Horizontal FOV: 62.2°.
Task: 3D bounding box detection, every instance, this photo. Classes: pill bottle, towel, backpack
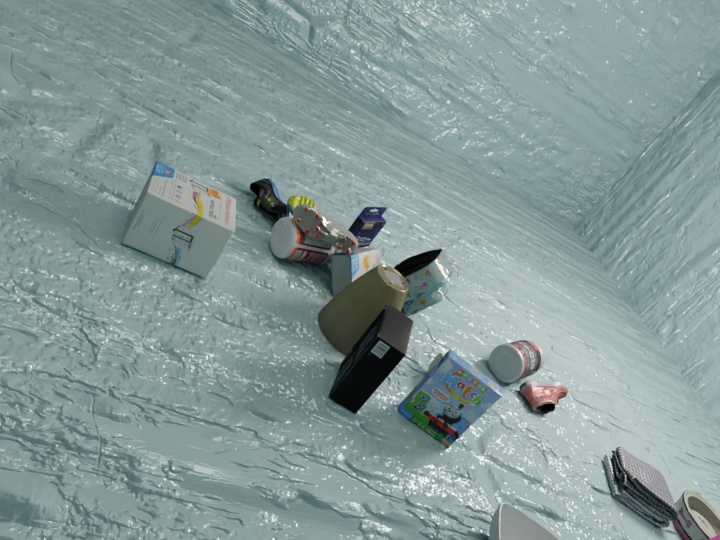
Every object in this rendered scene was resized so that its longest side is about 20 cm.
[{"bbox_3d":[-0.138,-0.075,1.627,0.199,0.110,0.110,10,38,-43],"label":"pill bottle"},{"bbox_3d":[0.492,0.276,1.849,0.199,0.114,0.114,-1,45,-51],"label":"pill bottle"},{"bbox_3d":[0.818,0.624,1.740,0.199,0.086,0.166,36,26,-5],"label":"towel"},{"bbox_3d":[0.181,0.029,1.759,0.154,0.199,0.176,53,25,-3],"label":"backpack"}]

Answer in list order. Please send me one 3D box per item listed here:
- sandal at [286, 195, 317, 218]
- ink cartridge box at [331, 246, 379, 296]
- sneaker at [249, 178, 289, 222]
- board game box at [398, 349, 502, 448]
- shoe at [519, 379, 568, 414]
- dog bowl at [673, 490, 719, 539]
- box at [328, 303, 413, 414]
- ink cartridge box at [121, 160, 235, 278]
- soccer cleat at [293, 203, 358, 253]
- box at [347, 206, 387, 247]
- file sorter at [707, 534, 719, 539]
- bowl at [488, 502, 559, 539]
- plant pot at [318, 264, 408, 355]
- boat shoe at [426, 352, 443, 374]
[{"bbox_3d":[-0.147,-0.142,1.722,0.200,0.086,0.080,44,61,-38],"label":"sandal"},{"bbox_3d":[0.000,0.000,1.661,0.067,0.117,0.199,4,11,30],"label":"ink cartridge box"},{"bbox_3d":[-0.261,-0.184,1.710,0.082,0.071,0.201,-13,56,-30],"label":"sneaker"},{"bbox_3d":[0.203,0.296,1.365,0.151,0.201,0.037,36,26,-2],"label":"board game box"},{"bbox_3d":[0.578,0.393,1.828,0.198,0.072,0.092,12,37,-32],"label":"shoe"},{"bbox_3d":[1.015,0.765,1.775,0.199,0.074,0.201,28,29,-17],"label":"dog bowl"},{"bbox_3d":[0.025,0.192,1.306,0.078,0.201,0.142,33,28,-7],"label":"box"},{"bbox_3d":[-0.396,-0.112,1.327,0.198,0.145,0.148,25,28,-25],"label":"ink cartridge box"},{"bbox_3d":[-0.094,-0.110,1.568,0.199,0.070,0.078,33,15,-19],"label":"soccer cleat"},{"bbox_3d":[-0.001,-0.102,1.737,0.032,0.201,0.121,49,29,22],"label":"box"},{"bbox_3d":[1.044,0.791,1.606,0.198,0.125,0.141,-1,72,-30],"label":"file sorter"},{"bbox_3d":[0.333,0.598,1.195,0.199,0.075,0.200,35,26,-5],"label":"bowl"},{"bbox_3d":[0.025,0.087,1.474,0.186,0.201,0.188,29,27,-16],"label":"plant pot"},{"bbox_3d":[0.212,0.293,1.521,0.061,0.075,0.201,29,29,-13],"label":"boat shoe"}]
